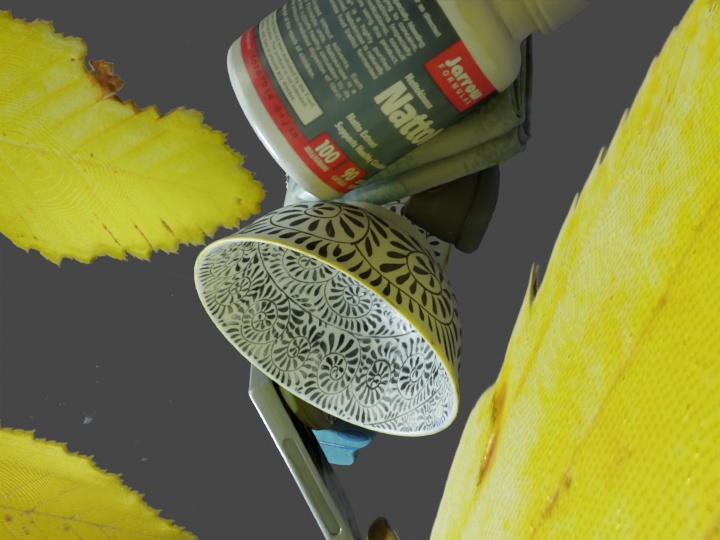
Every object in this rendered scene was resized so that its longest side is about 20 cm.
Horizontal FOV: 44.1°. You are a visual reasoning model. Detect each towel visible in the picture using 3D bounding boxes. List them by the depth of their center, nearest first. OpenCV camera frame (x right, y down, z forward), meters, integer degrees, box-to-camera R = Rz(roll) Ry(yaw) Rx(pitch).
[{"bbox_3d":[0.036,-0.126,0.655,0.199,0.048,0.172,-18,42,30],"label":"towel"}]

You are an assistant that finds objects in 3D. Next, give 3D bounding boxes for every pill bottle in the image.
[{"bbox_3d":[0.030,-0.143,0.542,0.199,0.120,0.120,-32,21,17],"label":"pill bottle"}]

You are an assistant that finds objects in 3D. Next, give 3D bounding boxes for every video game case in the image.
[{"bbox_3d":[-0.049,0.166,0.795,0.183,0.023,0.200,63,176,-5],"label":"video game case"}]

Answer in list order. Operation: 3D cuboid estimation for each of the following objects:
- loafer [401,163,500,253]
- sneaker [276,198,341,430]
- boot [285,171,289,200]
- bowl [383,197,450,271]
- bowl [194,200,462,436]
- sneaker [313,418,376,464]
[{"bbox_3d":[0.070,-0.099,0.689,0.201,0.069,0.076,-80,7,-50],"label":"loafer"},{"bbox_3d":[-0.021,0.042,0.711,0.077,0.088,0.202,-62,-29,-63],"label":"sneaker"},{"bbox_3d":[0.005,-0.157,0.889,0.069,0.173,0.202,-48,-34,-81],"label":"boot"},{"bbox_3d":[0.000,0.000,0.815,0.201,0.094,0.202,-158,90,-77],"label":"bowl"},{"bbox_3d":[-0.005,0.017,0.609,0.094,0.200,0.201,-57,-5,-31],"label":"bowl"},{"bbox_3d":[-0.018,0.127,0.967,0.200,0.079,0.132,116,167,-64],"label":"sneaker"}]
